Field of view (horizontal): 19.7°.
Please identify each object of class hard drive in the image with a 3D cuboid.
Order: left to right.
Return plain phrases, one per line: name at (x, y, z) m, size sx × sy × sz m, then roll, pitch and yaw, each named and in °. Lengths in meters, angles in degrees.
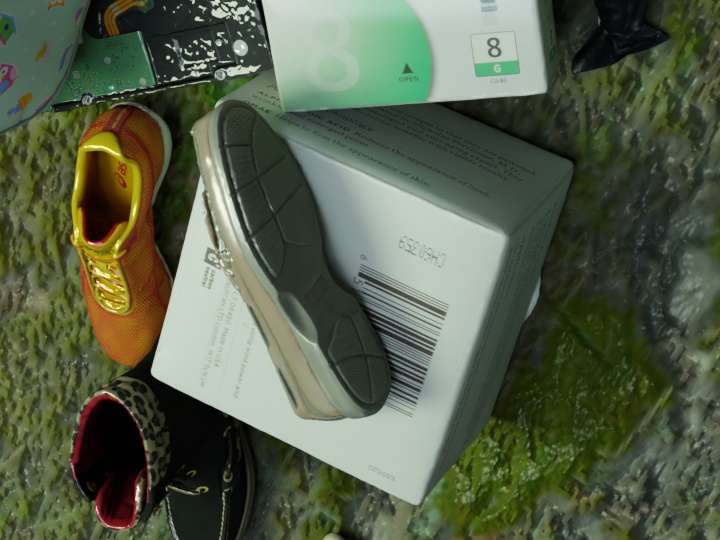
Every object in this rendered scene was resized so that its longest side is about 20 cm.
hard drive at (-0.151, -0.182, 1.330) m, size 0.199 × 0.038 × 0.140 m, roll -9°, pitch 107°, yaw 27°

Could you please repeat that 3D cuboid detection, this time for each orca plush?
orca plush at (0.114, -0.208, 1.177) m, size 0.105 × 0.071 × 0.201 m, roll 2°, pitch 112°, yaw 24°

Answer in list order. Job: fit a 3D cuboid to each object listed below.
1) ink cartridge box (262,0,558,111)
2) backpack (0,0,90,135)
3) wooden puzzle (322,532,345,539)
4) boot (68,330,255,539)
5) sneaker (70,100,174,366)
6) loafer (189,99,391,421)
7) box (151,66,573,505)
ink cartridge box at (0.020, -0.193, 1.165) m, size 0.160 × 0.050 × 0.201 m, roll -3°, pitch 117°, yaw 16°
backpack at (-0.259, -0.158, 1.267) m, size 0.153 × 0.176 × 0.201 m, roll 36°, pitch 125°, yaw 11°
wooden puzzle at (-0.001, 0.308, 1.461) m, size 0.185 × 0.046 × 0.200 m, roll 38°, pitch 122°, yaw 5°
boot at (-0.131, 0.130, 1.384) m, size 0.073 × 0.151 × 0.201 m, roll 14°, pitch 116°, yaw 19°
sneaker at (-0.168, -0.016, 1.381) m, size 0.073 × 0.077 × 0.201 m, roll 12°, pitch 126°, yaw 18°
loafer at (-0.053, 0.001, 1.193) m, size 0.063 × 0.072 × 0.201 m, roll -18°, pitch 105°, yaw 37°
box at (0.000, 0.000, 1.281) m, size 0.199 × 0.131 × 0.200 m, roll 25°, pitch 119°, yaw 15°
